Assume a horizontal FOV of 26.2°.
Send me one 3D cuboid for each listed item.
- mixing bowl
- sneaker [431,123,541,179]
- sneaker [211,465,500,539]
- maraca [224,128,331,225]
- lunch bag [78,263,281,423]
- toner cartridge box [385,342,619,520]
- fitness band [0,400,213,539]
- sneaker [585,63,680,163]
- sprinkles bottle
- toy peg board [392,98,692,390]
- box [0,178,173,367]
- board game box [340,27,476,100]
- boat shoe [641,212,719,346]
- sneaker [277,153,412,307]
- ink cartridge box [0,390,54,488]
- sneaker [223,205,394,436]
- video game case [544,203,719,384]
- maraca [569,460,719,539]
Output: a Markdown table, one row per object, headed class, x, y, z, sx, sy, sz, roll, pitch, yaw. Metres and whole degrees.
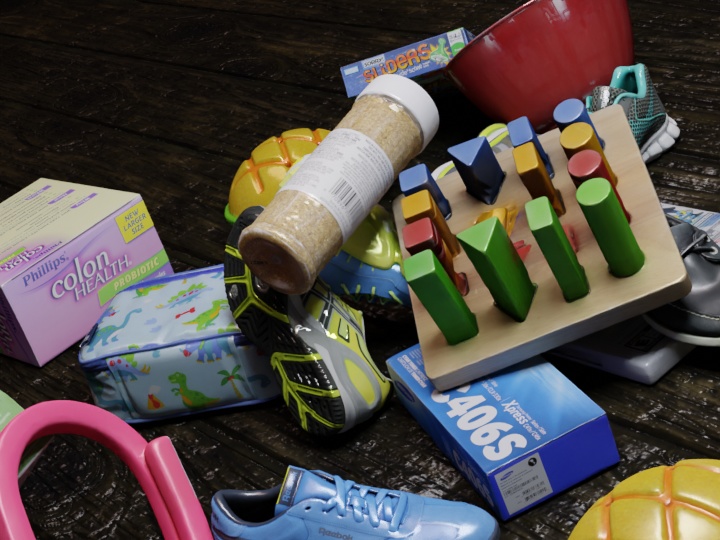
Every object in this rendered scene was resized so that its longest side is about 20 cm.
| class | x | y | z | sx | sy | sz | roll | pitch | yaw |
| --- | --- | --- | --- | --- | --- | --- | --- | --- | --- |
| mixing bowl | 0.193 | -0.198 | 1.523 | 0.200 | 0.109 | 0.200 | -29 | -5 | -3 |
| sneaker | 0.124 | -0.077 | 1.423 | 0.081 | 0.074 | 0.200 | 3 | 36 | 34 |
| sneaker | -0.009 | 0.169 | 1.029 | 0.200 | 0.079 | 0.066 | -7 | 27 | 23 |
| maraca | -0.046 | -0.093 | 1.533 | 0.200 | 0.107 | 0.137 | -36 | 31 | -29 |
| lunch bag | -0.136 | 0.054 | 1.344 | 0.200 | 0.083 | 0.161 | -10 | 25 | 18 |
| toner cartridge box | 0.098 | 0.099 | 1.123 | 0.095 | 0.043 | 0.200 | -25 | 26 | -11 |
| fitness band | -0.174 | 0.177 | 1.036 | 0.143 | 0.200 | 0.037 | -10 | -26 | -39 |
| sneaker | 0.222 | -0.121 | 1.408 | 0.077 | 0.091 | 0.200 | -3 | 31 | 34 |
| sprinkles bottle | -0.014 | -0.070 | 1.206 | 0.068 | 0.068 | 0.200 | 4 | 43 | 41 |
| toy peg board | 0.113 | -0.045 | 1.141 | 0.200 | 0.098 | 0.199 | -22 | 44 | 12 |
| box | -0.325 | -0.004 | 1.575 | 0.176 | 0.097 | 0.200 | -37 | 29 | -31 |
| board game box | 0.069 | -0.211 | 1.653 | 0.135 | 0.035 | 0.200 | -17 | -3 | 13 |
| boat shoe | 0.234 | -0.008 | 1.157 | 0.074 | 0.066 | 0.199 | -22 | 27 | -6 |
| sneaker | 0.000 | 0.000 | 1.286 | 0.105 | 0.200 | 0.076 | -47 | -3 | 10 |
| ink cartridge box | -0.300 | 0.181 | 1.108 | 0.200 | 0.059 | 0.104 | -52 | 1 | 43 |
| sneaker | -0.045 | 0.038 | 1.229 | 0.076 | 0.200 | 0.075 | -10 | -22 | -41 |
| video game case | 0.225 | 0.011 | 1.230 | 0.200 | 0.022 | 0.182 | -36 | 30 | -27 |
| maraca | 0.159 | 0.174 | 0.842 | 0.200 | 0.107 | 0.137 | -27 | 28 | -11 |
